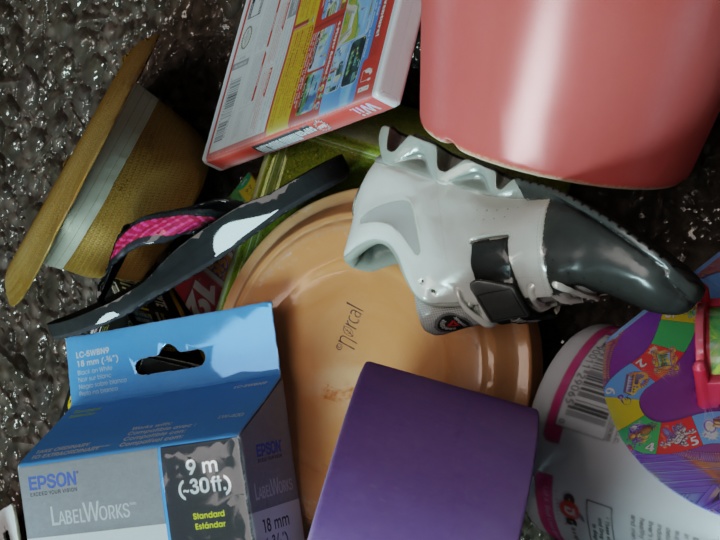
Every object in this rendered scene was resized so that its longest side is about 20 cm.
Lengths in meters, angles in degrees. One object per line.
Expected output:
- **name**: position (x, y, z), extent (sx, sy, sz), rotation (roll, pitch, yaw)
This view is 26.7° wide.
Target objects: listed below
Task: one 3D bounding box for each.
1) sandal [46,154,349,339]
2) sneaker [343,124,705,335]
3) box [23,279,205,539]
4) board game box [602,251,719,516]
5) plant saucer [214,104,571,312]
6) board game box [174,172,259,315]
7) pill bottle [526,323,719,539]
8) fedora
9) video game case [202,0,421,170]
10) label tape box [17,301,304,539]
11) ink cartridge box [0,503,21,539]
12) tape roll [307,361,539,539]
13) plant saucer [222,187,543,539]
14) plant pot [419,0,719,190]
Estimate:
- **sandal**: position (-0.098, -0.022, 0.863), extent (0.199, 0.075, 0.045), rotation (-31, 96, 15)
- **sneaker**: position (0.073, 0.000, 0.741), extent (0.199, 0.074, 0.089), rotation (24, 87, 41)
- **box**: position (-0.158, 0.118, 0.959), extent (0.160, 0.049, 0.201), rotation (-132, 59, -67)
- **board game box**: position (0.204, 0.023, 0.686), extent (0.199, 0.039, 0.158), rotation (-35, 43, -16)
- **plant saucer**: position (0.000, 0.000, 0.877), extent (0.199, 0.048, 0.201), rotation (19, 93, 29)
- **board game box**: position (-0.039, 0.044, 0.940), extent (0.096, 0.030, 0.200), rotation (-48, 67, 23)
- **pill bottle**: position (0.187, 0.103, 0.728), extent (0.199, 0.113, 0.114), rotation (16, 98, 34)
- **fedora**: position (-0.149, -0.050, 0.955), extent (0.081, 0.201, 0.201), rotation (29, 110, -11)
- **video game case**: position (-0.022, -0.141, 0.865), extent (0.199, 0.017, 0.144), rotation (-12, 60, 58)
- **label tape box**: position (-0.108, 0.127, 0.817), extent (0.143, 0.063, 0.202), rotation (-10, 86, 24)
- **ink cartridge box**: position (-0.256, 0.267, 1.029), extent (0.116, 0.066, 0.202), rotation (146, 114, -66)
- **tape roll**: position (0.015, 0.149, 0.689), extent (0.084, 0.200, 0.202), rotation (14, 98, 3)
- **plant saucer**: position (0.001, 0.053, 0.824), extent (0.199, 0.032, 0.202), rotation (-4, 81, 27)
- **plant pot**: position (0.113, -0.145, 0.750), extent (0.199, 0.200, 0.179), rotation (23, 110, 33)
